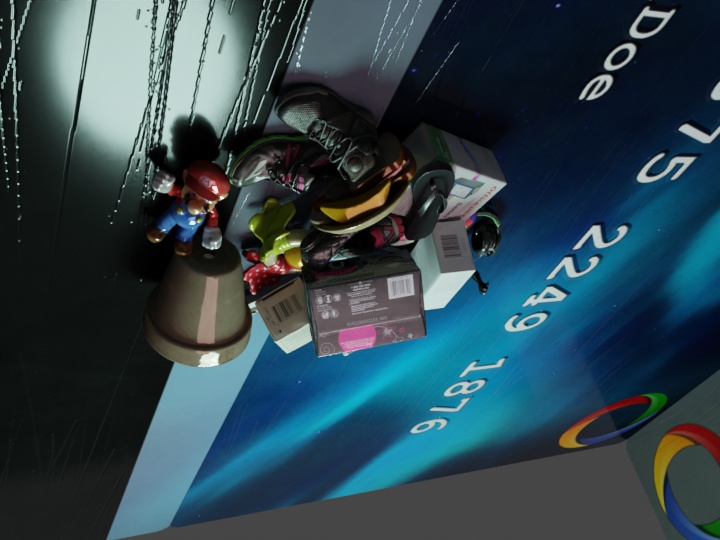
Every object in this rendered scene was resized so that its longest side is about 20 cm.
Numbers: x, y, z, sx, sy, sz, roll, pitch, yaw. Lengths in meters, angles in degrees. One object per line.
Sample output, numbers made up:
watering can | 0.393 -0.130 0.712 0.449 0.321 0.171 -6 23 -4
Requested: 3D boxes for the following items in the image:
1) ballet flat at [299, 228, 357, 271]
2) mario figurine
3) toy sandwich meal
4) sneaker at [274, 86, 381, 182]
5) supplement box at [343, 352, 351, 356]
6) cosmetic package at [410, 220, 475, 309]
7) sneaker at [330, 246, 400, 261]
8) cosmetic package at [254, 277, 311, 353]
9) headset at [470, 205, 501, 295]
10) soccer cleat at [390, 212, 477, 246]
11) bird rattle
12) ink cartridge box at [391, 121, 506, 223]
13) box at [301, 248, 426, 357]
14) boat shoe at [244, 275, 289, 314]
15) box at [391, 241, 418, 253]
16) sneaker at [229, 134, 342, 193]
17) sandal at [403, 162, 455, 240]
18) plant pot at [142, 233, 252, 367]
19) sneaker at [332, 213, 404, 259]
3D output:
ballet flat | -0.015 -0.076 1.501 0.198 0.067 0.057 -35 120 2
mario figurine | -0.275 -0.092 1.405 0.122 0.107 0.200 -8 153 -39
toy sandwich meal | -0.002 -0.142 1.455 0.202 0.206 0.071 -25 121 8
sneaker | -0.040 -0.207 1.356 0.197 0.116 0.076 17 133 -44
supplement box | 0.046 0.108 1.947 0.197 0.062 0.109 -29 -178 14
cosmetic package | 0.145 -0.006 1.674 0.070 0.104 0.200 -5 160 -15
sneaker | 0.000 -0.001 1.684 0.196 0.112 0.078 11 123 -16
cosmetic package | -0.129 0.089 1.701 0.102 0.088 0.200 -30 169 -6
headset | 0.234 -0.043 1.821 0.121 0.095 0.202 -17 139 -4
soccer cleat | 0.133 -0.100 1.695 0.196 0.069 0.074 -12 146 -10
bird rattle | -0.130 -0.024 1.581 0.159 0.114 0.202 2 144 -9
ink cartridge box | 0.139 -0.162 1.571 0.198 0.089 0.145 10 139 -45
box | 0.004 0.051 1.544 0.196 0.115 0.135 -10 111 -8
boat shoe | -0.230 0.060 1.726 0.196 0.072 0.064 -13 151 -17
box | 0.064 0.001 1.831 0.197 0.052 0.158 -26 151 10
sneaker | -0.111 -0.165 1.409 0.196 0.085 0.077 -14 150 -12
sandal | 0.120 -0.111 1.509 0.075 0.043 0.202 -12 148 -13
plant pot | -0.277 0.039 1.559 0.196 0.202 0.177 -4 134 -26
sneaker | -0.017 -0.062 1.593 0.198 0.082 0.074 -15 -168 42
